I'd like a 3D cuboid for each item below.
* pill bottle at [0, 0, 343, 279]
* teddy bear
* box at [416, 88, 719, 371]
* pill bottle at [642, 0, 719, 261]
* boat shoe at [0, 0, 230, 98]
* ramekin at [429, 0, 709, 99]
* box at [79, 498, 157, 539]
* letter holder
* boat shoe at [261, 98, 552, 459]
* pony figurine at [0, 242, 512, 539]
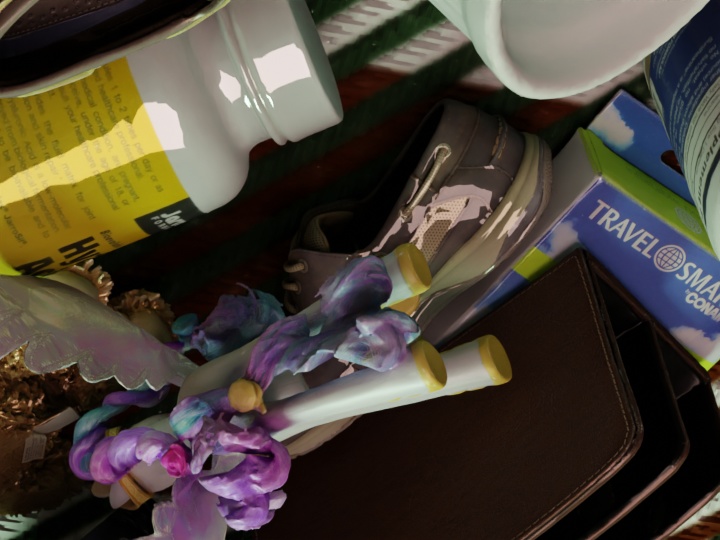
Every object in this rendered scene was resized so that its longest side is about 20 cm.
[{"bbox_3d":[-0.113,-0.063,1.202,0.199,0.112,0.112,-22,125,7],"label":"pill bottle"},{"bbox_3d":[-0.172,0.060,1.304,0.144,0.067,0.200,7,135,-41],"label":"teddy bear"},{"bbox_3d":[0.099,0.024,1.338,0.122,0.048,0.200,31,115,-27],"label":"box"},{"bbox_3d":[0.190,-0.051,1.206,0.110,0.200,0.111,-5,126,-6],"label":"pill bottle"},{"bbox_3d":[-0.070,-0.126,1.120,0.199,0.060,0.072,-24,137,-9],"label":"boat shoe"},{"bbox_3d":[0.087,-0.175,1.116,0.200,0.098,0.201,-37,151,-24],"label":"ramekin"},{"bbox_3d":[-0.073,0.215,1.297,0.200,0.197,0.118,39,96,2],"label":"box"},{"bbox_3d":[0.060,0.114,1.279,0.200,0.142,0.101,-36,123,18],"label":"letter holder"},{"bbox_3d":[0.000,0.000,1.299,0.073,0.075,0.200,38,105,-17],"label":"boat shoe"},{"bbox_3d":[-0.055,0.060,1.198,0.199,0.193,0.167,-24,83,16],"label":"pony figurine"}]
